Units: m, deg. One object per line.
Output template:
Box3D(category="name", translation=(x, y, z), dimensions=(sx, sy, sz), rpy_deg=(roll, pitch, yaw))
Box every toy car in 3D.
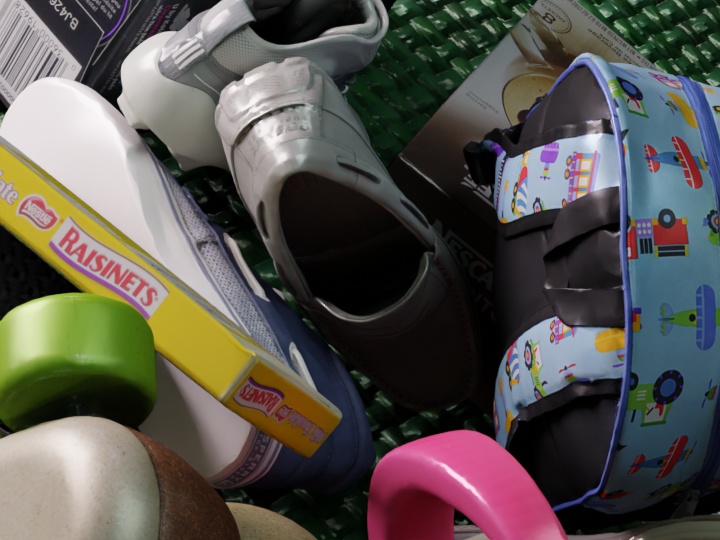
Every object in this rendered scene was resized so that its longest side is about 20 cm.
Box3D(category="toy car", translation=(-0.064, 0.129, 0.973), dimensions=(0.200, 0.158, 0.164), rpy_deg=(25, 47, -39))

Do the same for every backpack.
Box3D(category="backpack", translation=(0.118, 0.006, 1.099), dimensions=(0.134, 0.200, 0.183), rpy_deg=(0, 81, -6))

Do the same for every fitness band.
Box3D(category="fitness band", translation=(0.046, 0.154, 0.994), dimensions=(0.037, 0.200, 0.144), rpy_deg=(-15, 20, -19))

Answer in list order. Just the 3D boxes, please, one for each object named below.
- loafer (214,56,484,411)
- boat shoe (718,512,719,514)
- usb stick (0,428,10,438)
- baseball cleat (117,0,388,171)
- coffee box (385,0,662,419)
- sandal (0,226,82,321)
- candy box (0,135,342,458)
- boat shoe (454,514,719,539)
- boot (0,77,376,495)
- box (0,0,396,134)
Box3D(category="loafer", translation=(0.000, 0.000, 1.151), dimensions=(0.200, 0.070, 0.070), rpy_deg=(54, 13, -44))
Box3D(category="boat shoe", translation=(0.180, 0.037, 1.328), dimensions=(0.076, 0.060, 0.200), rpy_deg=(24, 39, -18))
Box3D(category="usb stick", translation=(-0.081, 0.115, 1.052), dimensions=(0.200, 0.033, 0.055), rpy_deg=(33, 30, -7))
Box3D(category="baseball cleat", translation=(-0.020, -0.074, 1.197), dimensions=(0.070, 0.106, 0.200), rpy_deg=(61, 19, 12))
Box3D(category="coffee box", translation=(0.077, -0.034, 1.301), dimensions=(0.113, 0.080, 0.200), rpy_deg=(39, 36, 1))
Box3D(category="sandal", translation=(-0.143, 0.010, 1.109), dimensions=(0.075, 0.048, 0.200), rpy_deg=(5, 35, -36))
Box3D(category="candy box", translation=(-0.099, -0.008, 1.047), dimensions=(0.200, 0.026, 0.102), rpy_deg=(38, -3, 22))
Box3D(category="boat shoe", translation=(0.103, 0.139, 1.092), dimensions=(0.074, 0.200, 0.073), rpy_deg=(48, 42, -60))
Box3D(category="boot", translation=(-0.072, 0.011, 1.154), dimensions=(0.090, 0.073, 0.200), rpy_deg=(17, 37, -54))
Box3D(category="box", translation=(-0.081, -0.142, 1.262), dimensions=(0.200, 0.106, 0.122), rpy_deg=(-19, 63, -49))
